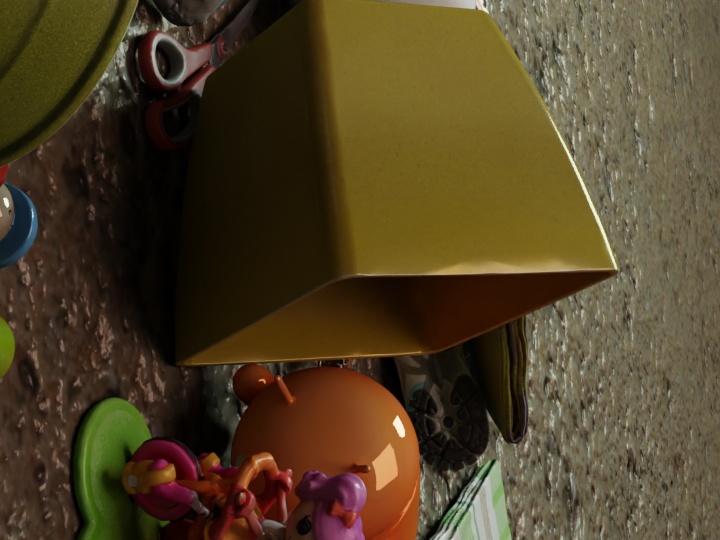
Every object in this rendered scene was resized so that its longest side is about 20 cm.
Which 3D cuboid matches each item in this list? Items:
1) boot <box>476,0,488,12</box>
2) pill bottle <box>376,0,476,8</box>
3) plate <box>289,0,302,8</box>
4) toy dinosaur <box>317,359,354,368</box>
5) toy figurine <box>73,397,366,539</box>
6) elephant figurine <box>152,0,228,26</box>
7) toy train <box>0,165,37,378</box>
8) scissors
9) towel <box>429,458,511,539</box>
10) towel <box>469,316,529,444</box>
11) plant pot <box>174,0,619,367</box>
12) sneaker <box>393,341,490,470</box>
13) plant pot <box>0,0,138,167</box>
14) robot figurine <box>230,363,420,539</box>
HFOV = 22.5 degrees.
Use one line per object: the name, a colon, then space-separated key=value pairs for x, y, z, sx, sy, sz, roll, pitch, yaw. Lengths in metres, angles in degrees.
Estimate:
boot: x=0.047 y=-0.138 z=1.378 sx=0.107 sy=0.075 sz=0.201 roll=-27 pitch=119 yaw=-45
pill bottle: x=0.022 y=-0.213 z=1.243 sx=0.120 sy=0.119 sz=0.201 roll=38 pitch=52 yaw=-60
plate: x=-0.021 y=-0.258 z=1.343 sx=0.200 sy=0.032 sz=0.200 roll=-39 pitch=120 yaw=-63
toy dinosaur: x=0.000 y=0.000 z=1.266 sx=0.136 sy=0.102 sz=0.200 roll=84 pitch=-6 yaw=-49
toy figurine: x=-0.048 y=0.161 z=0.981 sx=0.150 sy=0.183 sz=0.201 roll=-17 pitch=99 yaw=-67
elephant figurine: x=-0.051 y=-0.233 z=1.022 sx=0.142 sy=0.200 sz=0.155 roll=55 pitch=1 yaw=-27
toy train: x=-0.192 y=0.032 z=0.814 sx=0.116 sy=0.084 sz=0.201 roll=55 pitch=34 yaw=-73
scissors: x=-0.095 y=-0.131 z=1.163 sx=0.200 sy=0.014 sz=0.073 roll=-43 pitch=123 yaw=-64
towel: x=0.090 y=0.261 z=1.504 sx=0.200 sy=0.031 sz=0.150 roll=-43 pitch=127 yaw=-65
towel: x=0.094 y=0.032 z=1.426 sx=0.200 sy=0.023 sz=0.144 roll=-117 pitch=-161 yaw=-60
plant pot: x=0.005 y=-0.055 z=1.084 sx=0.199 sy=0.200 sz=0.177 roll=-1 pitch=75 yaw=-34
sneaker: x=0.052 y=0.056 z=1.419 sx=0.086 sy=0.077 sz=0.201 roll=88 pitch=-6 yaw=-87
plant pot: x=-0.215 y=-0.149 z=0.677 sx=0.193 sy=0.200 sz=0.201 roll=10 pitch=75 yaw=-54
robot figurine: x=-0.022 y=0.130 z=1.104 sx=0.200 sy=0.116 sz=0.144 roll=89 pitch=2 yaw=-63
